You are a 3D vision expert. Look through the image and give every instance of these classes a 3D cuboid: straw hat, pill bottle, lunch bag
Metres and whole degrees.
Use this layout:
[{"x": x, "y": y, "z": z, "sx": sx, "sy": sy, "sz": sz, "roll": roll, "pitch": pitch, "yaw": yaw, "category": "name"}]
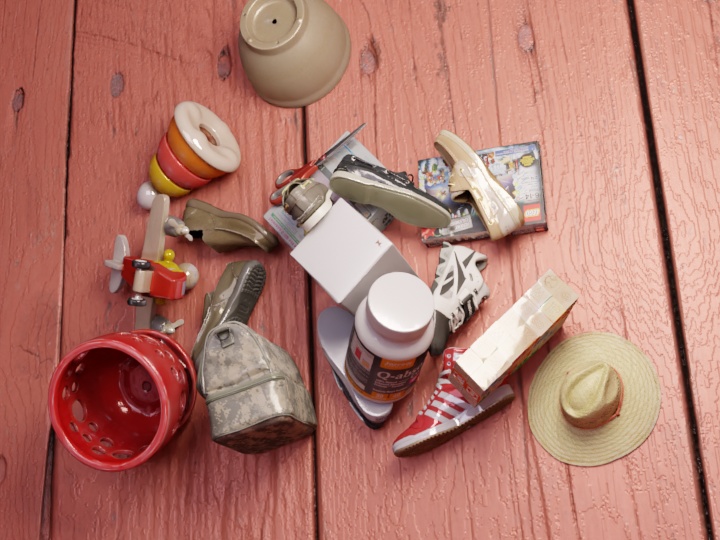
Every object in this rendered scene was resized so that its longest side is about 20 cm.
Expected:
[{"x": 0.324, "y": 0.174, "z": 1.530, "sx": 0.197, "sy": 0.085, "sz": 0.205, "roll": -6, "pitch": 70, "yaw": 17, "category": "straw hat"}, {"x": 0.043, "y": 0.096, "z": 1.546, "sx": 0.114, "sy": 0.201, "sz": 0.118, "roll": 4, "pitch": 57, "yaw": -6, "category": "pill bottle"}, {"x": -0.160, "y": 0.174, "z": 1.638, "sx": 0.137, "sy": 0.200, "sz": 0.171, "roll": -18, "pitch": 71, "yaw": 9, "category": "lunch bag"}]

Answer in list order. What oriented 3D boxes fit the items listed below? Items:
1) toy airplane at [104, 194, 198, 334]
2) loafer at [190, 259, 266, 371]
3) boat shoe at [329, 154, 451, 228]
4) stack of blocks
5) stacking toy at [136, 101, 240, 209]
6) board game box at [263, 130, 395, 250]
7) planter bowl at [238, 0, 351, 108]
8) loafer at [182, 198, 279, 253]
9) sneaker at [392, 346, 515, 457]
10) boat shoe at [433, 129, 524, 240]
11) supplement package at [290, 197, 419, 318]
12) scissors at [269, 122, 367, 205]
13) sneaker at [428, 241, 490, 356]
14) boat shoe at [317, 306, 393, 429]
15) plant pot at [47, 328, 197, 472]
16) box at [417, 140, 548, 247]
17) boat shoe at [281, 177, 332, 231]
[{"x": -0.340, "y": 0.007, "z": 1.799, "sx": 0.201, "sy": 0.139, "sz": 0.202, "roll": -52, "pitch": 44, "yaw": 44, "category": "toy airplane"}, {"x": -0.223, "y": 0.072, "z": 1.767, "sx": 0.069, "sy": 0.075, "sz": 0.202, "roll": 18, "pitch": 74, "yaw": 35, "category": "loafer"}, {"x": 0.052, "y": -0.127, "z": 1.672, "sx": 0.196, "sy": 0.075, "sz": 0.067, "roll": 17, "pitch": 57, "yaw": 1, "category": "boat shoe"}, {"x": 0.215, "y": 0.102, "z": 1.543, "sx": 0.199, "sy": 0.116, "sz": 0.059, "roll": -41, "pitch": 74, "yaw": -18, "category": "stack of blocks"}, {"x": -0.316, "y": -0.178, "z": 1.864, "sx": 0.199, "sy": 0.145, "sz": 0.148, "roll": -39, "pitch": 63, "yaw": 23, "category": "stacking toy"}, {"x": -0.038, "y": -0.101, "z": 1.759, "sx": 0.200, "sy": 0.064, "sz": 0.148, "roll": -44, "pitch": 64, "yaw": -1, "category": "board game box"}, {"x": -0.128, "y": -0.399, "z": 1.850, "sx": 0.196, "sy": 0.135, "sz": 0.204, "roll": -6, "pitch": 71, "yaw": 17, "category": "planter bowl"}, {"x": -0.220, "y": -0.060, "z": 1.806, "sx": 0.198, "sy": 0.076, "sz": 0.068, "roll": 19, "pitch": 80, "yaw": 34, "category": "loafer"}, {"x": 0.119, "y": 0.188, "z": 1.604, "sx": 0.198, "sy": 0.071, "sz": 0.114, "roll": -28, "pitch": 69, "yaw": 0, "category": "sneaker"}, {"x": 0.166, "y": -0.130, "z": 1.648, "sx": 0.069, "sy": 0.074, "sz": 0.201, "roll": -37, "pitch": 65, "yaw": -3, "category": "boat shoe"}, {"x": 0.000, "y": 0.000, "z": 1.636, "sx": 0.117, "sy": 0.200, "sz": 0.117, "roll": -46, "pitch": 65, "yaw": -2, "category": "supplement package"}, {"x": -0.068, "y": -0.168, "z": 1.738, "sx": 0.198, "sy": 0.014, "sz": 0.074, "roll": -28, "pitch": 33, "yaw": 24, "category": "scissors"}, {"x": 0.148, "y": 0.042, "z": 1.621, "sx": 0.087, "sy": 0.075, "sz": 0.202, "roll": 9, "pitch": 54, "yaw": 10, "category": "sneaker"}, {"x": -0.012, "y": 0.151, "z": 1.663, "sx": 0.071, "sy": 0.068, "sz": 0.202, "roll": -22, "pitch": 64, "yaw": -21, "category": "boat shoe"}, {"x": -0.356, "y": 0.189, "z": 1.683, "sx": 0.196, "sy": 0.182, "sz": 0.205, "roll": 2, "pitch": 99, "yaw": 14, "category": "plant pot"}, {"x": 0.190, "y": -0.119, "z": 1.699, "sx": 0.196, "sy": 0.040, "sz": 0.140, "roll": -8, "pitch": 71, "yaw": 16, "category": "box"}, {"x": -0.085, "y": -0.110, "z": 1.641, "sx": 0.060, "sy": 0.202, "sz": 0.072, "roll": 44, "pitch": 94, "yaw": -11, "category": "boat shoe"}]
